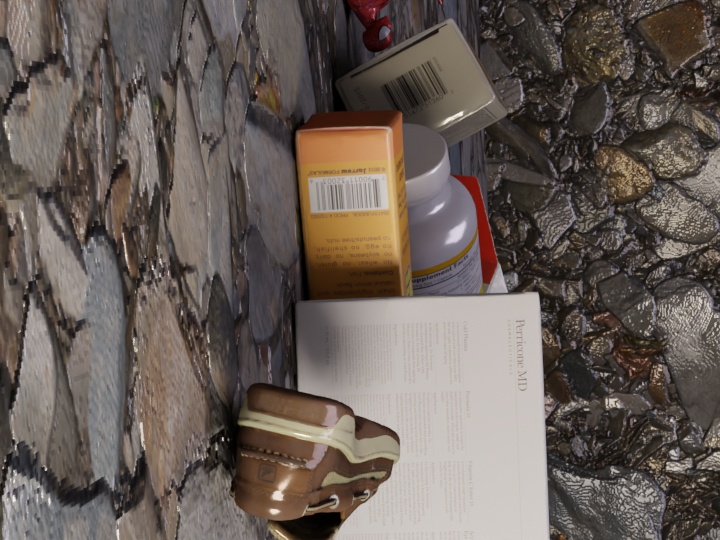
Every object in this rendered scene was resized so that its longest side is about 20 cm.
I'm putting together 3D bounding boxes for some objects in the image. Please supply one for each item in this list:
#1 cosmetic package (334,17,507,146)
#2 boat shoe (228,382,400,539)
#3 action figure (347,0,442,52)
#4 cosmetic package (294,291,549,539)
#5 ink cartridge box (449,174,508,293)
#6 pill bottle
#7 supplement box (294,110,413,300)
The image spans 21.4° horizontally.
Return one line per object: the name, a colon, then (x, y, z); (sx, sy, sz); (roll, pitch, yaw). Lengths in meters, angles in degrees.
cosmetic package: (0.051, -0.133, 1.483); (0.071, 0.105, 0.200); (62, 5, 2)
boat shoe: (-0.030, 0.108, 1.000); (0.202, 0.075, 0.075); (40, 62, -72)
action figure: (0.033, -0.271, 1.494); (0.065, 0.099, 0.200); (20, 70, -81)
cosmetic package: (0.040, 0.115, 1.179); (0.052, 0.151, 0.200); (16, 73, -82)
ink cartridge box: (0.060, 0.025, 1.509); (0.163, 0.057, 0.200); (10, -57, 61)
pill bottle: (0.034, -0.003, 1.360); (0.104, 0.104, 0.200); (-83, 168, -52)
supplement box: (0.000, 0.000, 1.239); (0.067, 0.069, 0.200); (-63, 151, -74)
